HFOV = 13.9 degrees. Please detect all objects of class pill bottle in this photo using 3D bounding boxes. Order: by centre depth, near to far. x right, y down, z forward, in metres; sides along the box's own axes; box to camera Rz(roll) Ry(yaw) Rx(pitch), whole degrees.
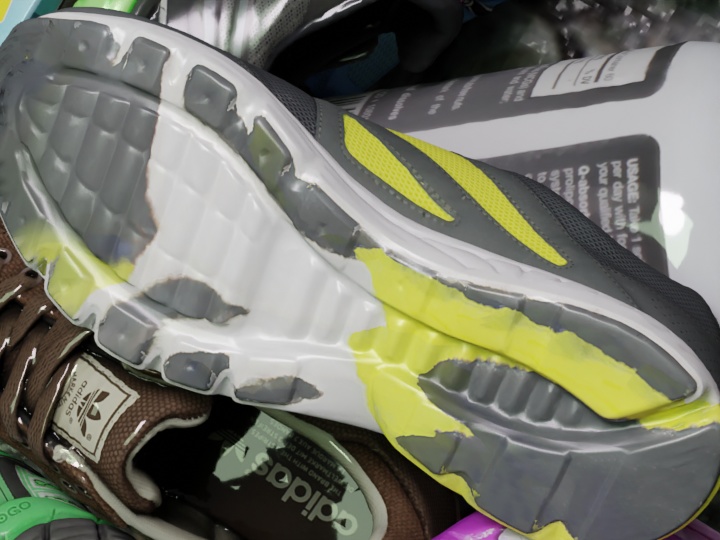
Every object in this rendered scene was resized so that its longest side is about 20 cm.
[{"bbox_3d":[0.061,0.000,0.793,0.200,0.116,0.117,-7,75,21],"label":"pill bottle"}]

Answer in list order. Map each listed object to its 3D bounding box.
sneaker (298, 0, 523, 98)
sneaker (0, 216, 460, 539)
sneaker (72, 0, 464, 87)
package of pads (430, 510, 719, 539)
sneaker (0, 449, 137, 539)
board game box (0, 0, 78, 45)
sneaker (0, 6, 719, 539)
[{"bbox_3d":[0.060,-0.110,0.843,0.200,0.078,0.090,-38,70,11],"label":"sneaker"},{"bbox_3d":[-0.063,0.021,0.731,0.200,0.076,0.071,29,95,4],"label":"sneaker"},{"bbox_3d":[0.002,-0.099,0.782,0.084,0.077,0.200,35,83,7],"label":"sneaker"},{"bbox_3d":[0.020,0.153,0.709,0.076,0.120,0.200,30,120,20],"label":"package of pads"},{"bbox_3d":[-0.078,0.118,0.797,0.078,0.200,0.085,-30,49,-21],"label":"sneaker"},{"bbox_3d":[-0.151,-0.073,0.823,0.151,0.047,0.200,33,92,26],"label":"board game box"},{"bbox_3d":[0.000,0.000,0.706,0.200,0.085,0.075,32,109,8],"label":"sneaker"}]
